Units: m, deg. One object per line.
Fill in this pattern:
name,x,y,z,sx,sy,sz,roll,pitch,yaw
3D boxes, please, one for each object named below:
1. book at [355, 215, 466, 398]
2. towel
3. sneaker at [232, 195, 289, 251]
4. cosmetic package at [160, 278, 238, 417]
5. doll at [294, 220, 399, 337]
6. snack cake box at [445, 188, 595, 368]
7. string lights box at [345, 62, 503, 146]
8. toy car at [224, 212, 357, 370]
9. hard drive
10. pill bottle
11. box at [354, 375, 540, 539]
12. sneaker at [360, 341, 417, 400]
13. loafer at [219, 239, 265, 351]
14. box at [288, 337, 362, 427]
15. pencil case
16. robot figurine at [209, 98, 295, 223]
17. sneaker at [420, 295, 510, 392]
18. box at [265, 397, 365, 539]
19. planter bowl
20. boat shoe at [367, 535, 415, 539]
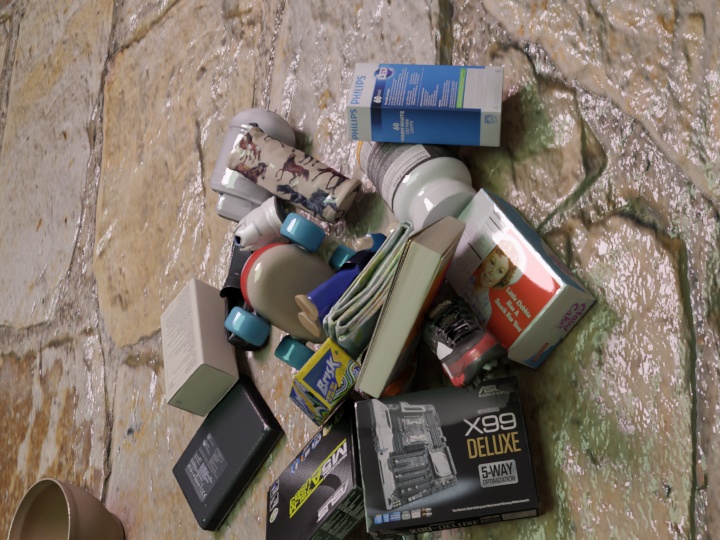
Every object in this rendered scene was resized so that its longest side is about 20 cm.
book,0.065,0.042,1.250,0.048,0.134,0.201,26,114,14
towel,0.023,0.030,1.325,0.048,0.200,0.171,38,81,9
sneaker,-0.154,-0.065,1.575,0.087,0.200,0.075,-28,87,-6
cosmetic package,-0.259,0.120,1.652,0.104,0.073,0.201,-46,36,25
doll,0.000,0.000,1.407,0.200,0.137,0.048,-40,60,-22
snack cake box,0.181,0.007,1.265,0.115,0.067,0.200,-51,45,18
string lights box,0.086,-0.219,1.357,0.198,0.059,0.103,3,45,8
toy car,-0.116,0.022,1.510,0.185,0.176,0.200,-60,29,-5
hard drive,-0.207,0.276,1.591,0.201,0.033,0.140,-56,43,15
pill bottle,0.079,-0.124,1.389,0.117,0.116,0.200,-51,46,19
box,0.100,0.218,1.209,0.198,0.050,0.159,-10,63,8
sneaker,0.036,0.177,1.348,0.075,0.092,0.201,2,46,4
loafer,-0.187,0.029,1.640,0.068,0.070,0.202,-27,57,36
box,-0.047,0.148,1.348,0.070,0.064,0.200,-47,-4,-15
pencil case,-0.094,-0.141,1.531,0.199,0.090,0.078,28,129,8
robot figurine,-0.173,-0.175,1.674,0.170,0.112,0.201,176,112,-81
sneaker,0.114,0.080,1.185,0.071,0.098,0.200,-33,3,-2
box,-0.054,0.295,1.360,0.200,0.047,0.193,-50,17,21
planter bowl,-0.483,0.457,1.733,0.199,0.134,0.202,-19,62,40
boat shoe,0.029,0.387,1.280,0.068,0.056,0.202,-22,60,40
